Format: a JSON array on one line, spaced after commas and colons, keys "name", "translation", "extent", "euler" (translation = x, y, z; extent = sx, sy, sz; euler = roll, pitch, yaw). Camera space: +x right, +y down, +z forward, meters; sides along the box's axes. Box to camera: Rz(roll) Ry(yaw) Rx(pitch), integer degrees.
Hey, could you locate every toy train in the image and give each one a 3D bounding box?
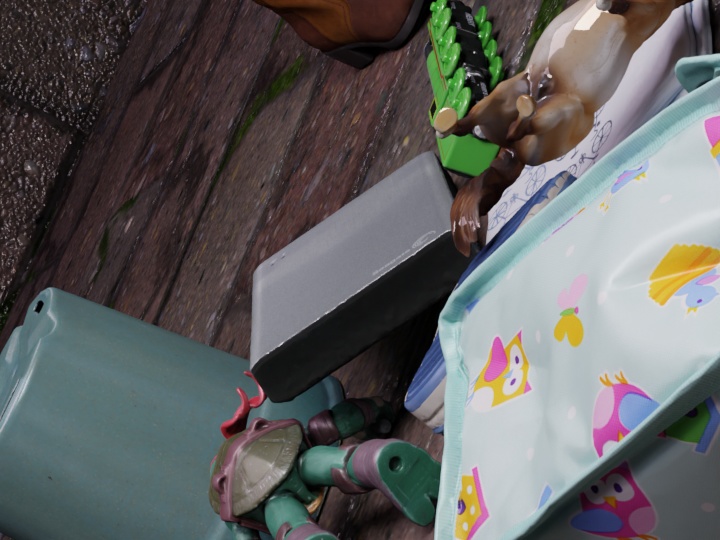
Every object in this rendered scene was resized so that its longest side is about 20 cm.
[{"name": "toy train", "translation": [0.064, -0.118, 1.268], "extent": [0.200, 0.041, 0.057], "euler": [-96, 25, -62]}]

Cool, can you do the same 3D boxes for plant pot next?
[{"name": "plant pot", "translation": [-0.143, 0.118, 1.267], "extent": [0.201, 0.195, 0.201], "euler": [-55, 19, 29]}]

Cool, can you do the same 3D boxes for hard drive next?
[{"name": "hard drive", "translation": [0.000, 0.000, 1.163], "extent": [0.139, 0.033, 0.200], "euler": [-34, 14, 6]}]

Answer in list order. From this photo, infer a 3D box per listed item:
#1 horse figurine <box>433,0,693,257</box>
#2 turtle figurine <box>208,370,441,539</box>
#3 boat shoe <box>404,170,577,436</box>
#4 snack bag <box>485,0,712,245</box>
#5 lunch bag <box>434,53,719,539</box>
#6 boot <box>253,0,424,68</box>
[{"name": "horse figurine", "translation": [0.101, -0.098, 0.931], "extent": [0.201, 0.050, 0.132], "euler": [-52, -15, 8]}, {"name": "turtle figurine", "translation": [-0.035, 0.127, 1.103], "extent": [0.151, 0.100, 0.200], "euler": [-66, 22, -9]}, {"name": "boat shoe", "translation": [0.078, 0.026, 0.891], "extent": [0.072, 0.072, 0.200], "euler": [-48, 5, 35]}, {"name": "snack bag", "translation": [0.116, -0.041, 1.008], "extent": [0.189, 0.021, 0.201], "euler": [-52, 20, 35]}, {"name": "lunch bag", "translation": [0.138, 0.025, 0.561], "extent": [0.200, 0.169, 0.123], "euler": [-48, 29, 42]}, {"name": "boot", "translation": [-0.050, -0.241, 1.526], "extent": [0.069, 0.199, 0.188], "euler": [-67, 16, -14]}]
